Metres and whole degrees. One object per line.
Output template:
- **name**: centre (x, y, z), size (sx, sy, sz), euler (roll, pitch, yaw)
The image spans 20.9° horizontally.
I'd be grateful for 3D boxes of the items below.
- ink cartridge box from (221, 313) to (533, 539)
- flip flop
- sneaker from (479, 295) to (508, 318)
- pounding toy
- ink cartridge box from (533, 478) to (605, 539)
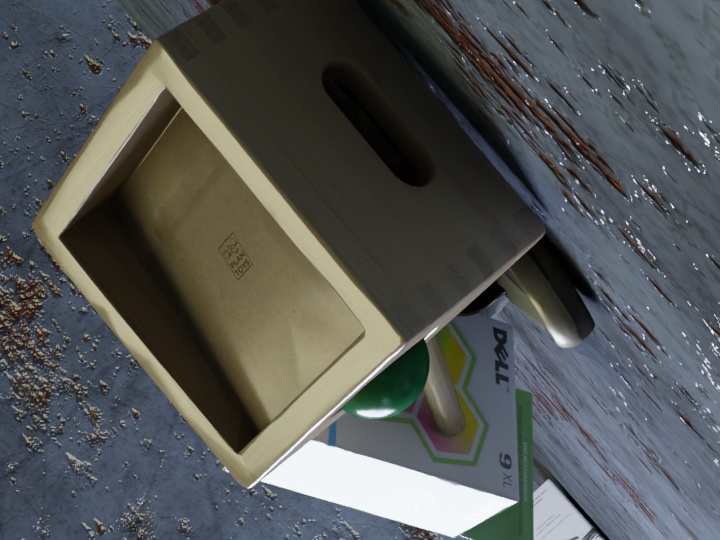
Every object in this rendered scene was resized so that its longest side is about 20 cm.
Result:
- **ink cartridge box**: centre (0.028, 0.072, 1.010), size (0.199, 0.059, 0.104), euler (20, -126, -28)
- **flip flop**: centre (0.046, -0.005, 0.946), size (0.081, 0.058, 0.200), euler (49, 177, -31)
- **sneaker**: centre (0.000, 0.000, 1.109), size (0.080, 0.199, 0.077), euler (-18, -74, -59)
- **pounding toy**: centre (-0.015, -0.005, 0.869), size (0.200, 0.142, 0.184), euler (50, 140, 4)
- **ink cartridge box**: centre (0.274, 0.365, 2.350), size (0.200, 0.084, 0.146), euler (47, 178, 27)
